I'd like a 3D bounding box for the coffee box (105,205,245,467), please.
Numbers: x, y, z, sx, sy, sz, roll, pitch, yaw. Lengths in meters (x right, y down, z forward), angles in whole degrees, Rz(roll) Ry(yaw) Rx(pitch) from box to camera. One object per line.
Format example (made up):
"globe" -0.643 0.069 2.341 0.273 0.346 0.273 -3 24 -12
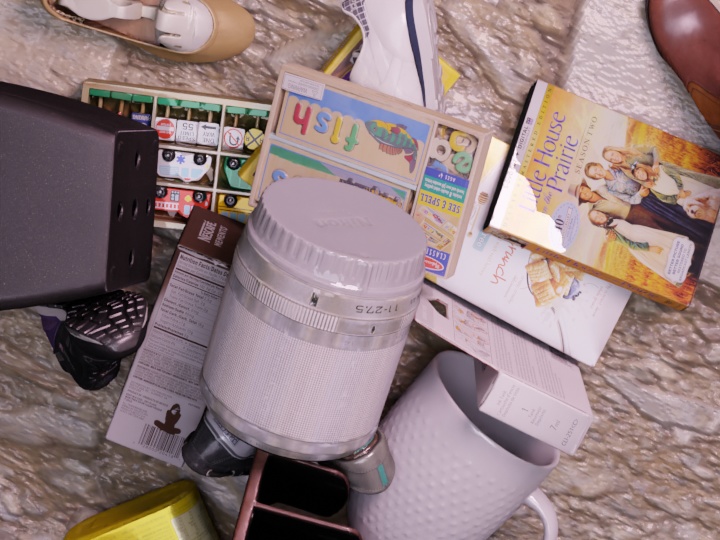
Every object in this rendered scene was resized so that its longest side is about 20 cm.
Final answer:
"coffee box" -0.155 0.058 1.688 0.079 0.115 0.202 21 109 -5

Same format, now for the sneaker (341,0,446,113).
"sneaker" 0.033 -0.149 1.647 0.079 0.076 0.202 -4 105 8

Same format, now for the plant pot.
"plant pot" -0.277 -0.060 1.614 0.175 0.200 0.202 5 95 9

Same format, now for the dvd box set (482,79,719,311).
"dvd box set" 0.223 -0.068 1.675 0.198 0.029 0.148 22 77 -7

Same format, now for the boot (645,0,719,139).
"boot" 0.311 -0.159 1.598 0.068 0.200 0.190 -23 101 6

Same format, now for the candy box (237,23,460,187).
"candy box" -0.010 -0.132 1.685 0.102 0.026 0.201 38 94 -19

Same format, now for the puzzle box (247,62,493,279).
"puzzle box" 0.006 -0.087 1.617 0.198 0.025 0.134 20 107 18

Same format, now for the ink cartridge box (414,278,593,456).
"ink cartridge box" 0.115 0.078 1.655 0.175 0.200 0.045 28 102 -4

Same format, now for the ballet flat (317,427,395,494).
"ballet flat" -0.036 0.149 1.693 0.067 0.200 0.064 -35 123 -17

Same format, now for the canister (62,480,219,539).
"canister" -0.182 0.317 1.774 0.147 0.087 0.202 -22 99 5

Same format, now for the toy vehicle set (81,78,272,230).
"toy vehicle set" -0.161 -0.101 1.712 0.197 0.027 0.126 7 102 0

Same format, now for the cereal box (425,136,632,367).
"cereal box" 0.157 -0.021 1.704 0.198 0.040 0.145 27 91 -4

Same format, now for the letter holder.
"letter holder" -0.039 0.242 1.658 0.141 0.200 0.102 15 72 1

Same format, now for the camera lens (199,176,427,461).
"camera lens" -0.040 0.044 1.556 0.158 0.160 0.202 17 115 -2

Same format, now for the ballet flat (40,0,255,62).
"ballet flat" -0.193 -0.225 1.668 0.198 0.063 0.069 11 103 -1

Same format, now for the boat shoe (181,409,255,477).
"boat shoe" -0.117 0.155 1.681 0.057 0.200 0.069 -41 78 2

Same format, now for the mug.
"mug" 0.091 0.204 1.705 0.200 0.148 0.176 42 111 5

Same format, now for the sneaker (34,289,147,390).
"sneaker" -0.230 0.067 1.675 0.075 0.200 0.089 -20 106 -21
